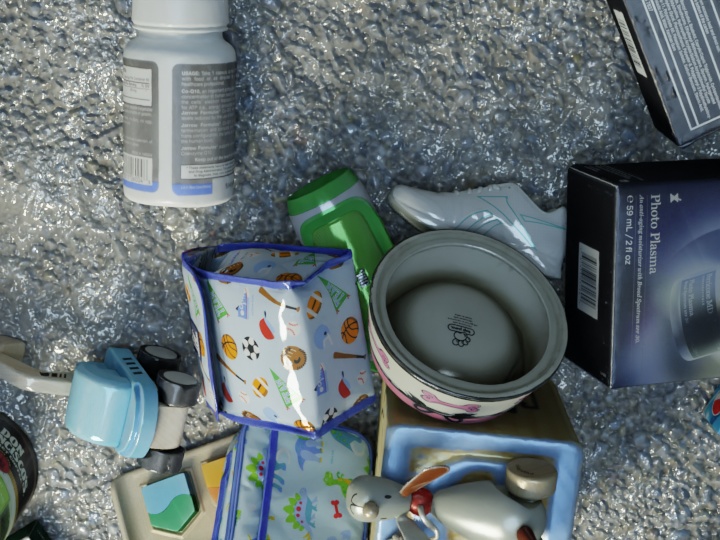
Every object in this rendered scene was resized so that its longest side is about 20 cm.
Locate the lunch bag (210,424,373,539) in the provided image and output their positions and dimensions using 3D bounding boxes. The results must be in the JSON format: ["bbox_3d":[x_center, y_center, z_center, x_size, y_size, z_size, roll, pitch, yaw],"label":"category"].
[{"bbox_3d":[-0.072,0.256,1.417,0.159,0.082,0.202,15,65,-15],"label":"lunch bag"}]

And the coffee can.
[{"bbox_3d":[-0.427,0.241,1.413,0.144,0.200,0.149,0,104,0],"label":"coffee can"}]

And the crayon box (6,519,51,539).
[{"bbox_3d":[-0.409,0.383,1.522,0.199,0.052,0.127,-31,101,6],"label":"crayon box"}]

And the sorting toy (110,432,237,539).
[{"bbox_3d":[-0.156,0.280,1.469,0.198,0.036,0.187,-19,77,3],"label":"sorting toy"}]

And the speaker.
[{"bbox_3d":[0.000,0.000,1.414,0.088,0.089,0.202,-25,102,6],"label":"speaker"}]

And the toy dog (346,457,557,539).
[{"bbox_3d":[0.091,0.231,1.256,0.197,0.096,0.134,-16,102,4],"label":"toy dog"}]

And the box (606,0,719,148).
[{"bbox_3d":[0.354,-0.256,1.332,0.196,0.123,0.202,-23,104,7],"label":"box"}]

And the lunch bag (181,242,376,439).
[{"bbox_3d":[-0.101,0.065,1.390,0.198,0.123,0.172,8,113,41],"label":"lunch bag"}]

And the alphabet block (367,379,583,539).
[{"bbox_3d":[0.110,0.222,1.406,0.194,0.200,0.198,8,102,-2],"label":"alphabet block"}]

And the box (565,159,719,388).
[{"bbox_3d":[0.317,-0.003,1.364,0.196,0.123,0.203,-5,104,-15],"label":"box"}]

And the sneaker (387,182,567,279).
[{"bbox_3d":[0.124,-0.057,1.416,0.198,0.070,0.081,20,88,-7],"label":"sneaker"}]

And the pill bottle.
[{"bbox_3d":[-0.179,-0.172,1.361,0.112,0.114,0.203,3,103,0],"label":"pill bottle"}]

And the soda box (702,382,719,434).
[{"bbox_3d":[0.471,0.178,1.460,0.198,0.068,0.065,25,102,-6],"label":"soda box"}]

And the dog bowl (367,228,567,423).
[{"bbox_3d":[0.096,0.060,1.330,0.198,0.202,0.074,16,139,-4],"label":"dog bowl"}]

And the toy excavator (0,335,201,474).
[{"bbox_3d":[-0.289,0.122,1.428,0.198,0.194,0.101,9,105,-31],"label":"toy excavator"}]
